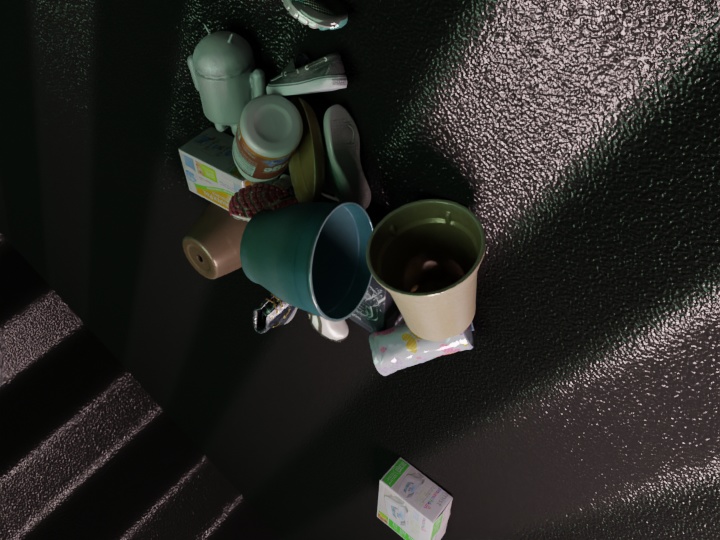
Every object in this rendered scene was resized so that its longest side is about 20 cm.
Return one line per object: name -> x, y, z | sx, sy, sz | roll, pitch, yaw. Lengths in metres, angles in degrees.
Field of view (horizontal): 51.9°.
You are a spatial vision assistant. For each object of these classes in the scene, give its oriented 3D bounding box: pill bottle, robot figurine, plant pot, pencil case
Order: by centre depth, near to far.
plant pot -> 0.123, 0.015, 1.266 | 0.198, 0.201, 0.185 | 25, 153, 31
plant pot -> -0.102, -0.028, 1.291 | 0.185, 0.201, 0.203 | 10, 133, 31
plant pot -> -0.099, -0.214, 1.342 | 0.200, 0.027, 0.205 | 171, 90, -73
pill bottle -> -0.175, -0.231, 1.349 | 0.113, 0.112, 0.200 | 49, 161, -2
robot figurine -> -0.247, -0.352, 1.370 | 0.167, 0.114, 0.202 | 15, 137, 18
pencil case -> 0.114, 0.133, 1.388 | 0.091, 0.197, 0.085 | 33, -140, -62
plant pot -> -0.300, -0.074, 1.667 | 0.198, 0.175, 0.202 | 29, 143, 25

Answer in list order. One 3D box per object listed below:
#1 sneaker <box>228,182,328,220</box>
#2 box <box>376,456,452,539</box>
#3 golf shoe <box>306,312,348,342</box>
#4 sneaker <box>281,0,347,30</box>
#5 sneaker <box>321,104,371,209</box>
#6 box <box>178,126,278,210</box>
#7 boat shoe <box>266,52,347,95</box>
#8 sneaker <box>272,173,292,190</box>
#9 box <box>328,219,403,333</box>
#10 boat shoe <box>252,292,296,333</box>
sneaker -> -0.159, -0.119, 1.445 | 0.075, 0.196, 0.082 | 111, 151, -57
box -> 0.140, 0.616, 1.930 | 0.175, 0.096, 0.202 | 34, 144, 26
golf shoe -> -0.081, 0.073, 1.648 | 0.201, 0.078, 0.094 | 55, 147, -11
sneaker -> -0.091, -0.453, 1.124 | 0.200, 0.078, 0.091 | 44, 143, 4
sneaker -> -0.056, -0.205, 1.336 | 0.117, 0.073, 0.203 | 20, 137, 41
box -> -0.274, -0.205, 1.567 | 0.198, 0.101, 0.114 | 27, 142, 30
boat shoe -> -0.097, -0.336, 1.261 | 0.198, 0.069, 0.068 | 11, 110, 52
sneaker -> -0.155, -0.098, 1.556 | 0.076, 0.081, 0.203 | 18, 138, 36
box -> 0.000, 0.000, 1.451 | 0.198, 0.104, 0.184 | 30, 142, 26
boat shoe -> -0.175, 0.065, 1.620 | 0.071, 0.090, 0.202 | 46, 138, 19
